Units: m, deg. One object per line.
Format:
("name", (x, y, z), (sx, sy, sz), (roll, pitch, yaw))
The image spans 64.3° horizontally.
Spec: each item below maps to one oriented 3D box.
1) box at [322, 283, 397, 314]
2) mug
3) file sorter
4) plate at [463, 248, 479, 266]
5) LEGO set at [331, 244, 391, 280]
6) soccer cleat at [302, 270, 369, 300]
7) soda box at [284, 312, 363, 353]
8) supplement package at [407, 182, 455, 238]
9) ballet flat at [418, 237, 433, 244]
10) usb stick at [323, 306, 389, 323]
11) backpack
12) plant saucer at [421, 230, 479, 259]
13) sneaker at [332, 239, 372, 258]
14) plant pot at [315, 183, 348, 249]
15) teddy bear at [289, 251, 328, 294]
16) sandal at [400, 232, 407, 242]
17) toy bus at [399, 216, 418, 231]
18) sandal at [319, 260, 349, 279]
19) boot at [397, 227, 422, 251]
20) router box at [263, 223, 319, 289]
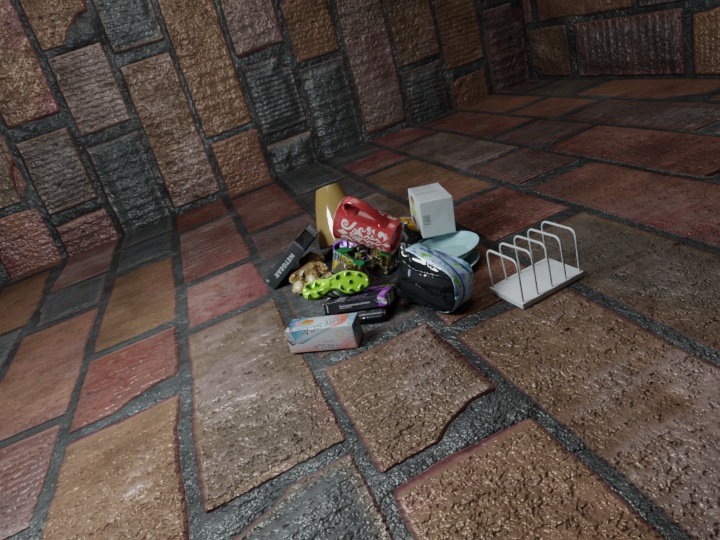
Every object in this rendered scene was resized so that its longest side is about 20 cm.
("box", (0.007, 0.078, 1.601), (0.194, 0.037, 0.143), (-11, 8, 19))
("mug", (0.020, -0.133, 1.751), (0.195, 0.138, 0.177), (22, 5, 18))
("file sorter", (0.431, -0.021, 1.434), (0.195, 0.128, 0.138), (-25, 23, -16))
("plate", (0.258, -0.019, 1.690), (0.193, 0.026, 0.201), (-15, 22, 6))
("LEGO set", (0.000, 0.000, 1.769), (0.151, 0.120, 0.198), (22, 28, 29))
("soccer cleat", (-0.067, 0.044, 1.608), (0.193, 0.070, 0.081), (-11, -8, 9))
("soda box", (-0.093, 0.162, 1.482), (0.193, 0.070, 0.064), (-8, 24, 20))
("supplement package", (0.223, -0.194, 1.819), (0.106, 0.118, 0.201), (-11, 21, -2))
("ballet flat", (0.203, -0.077, 1.810), (0.197, 0.069, 0.070), (-30, 18, -28))
("usb stick", (-0.017, 0.126, 1.559), (0.193, 0.034, 0.056), (-10, 15, 20))
("backpack", (0.195, 0.023, 1.481), (0.150, 0.169, 0.199), (-12, 24, -28))
("plant saucer", (0.257, -0.057, 1.694), (0.194, 0.040, 0.202), (-16, 22, 6))
("sneaker", (-0.021, -0.078, 1.903), (0.087, 0.084, 0.197), (9, -13, -41))
("plant pot", (-0.089, -0.201, 2.062), (0.181, 0.207, 0.186), (-18, 0, 0))
("teddy bear", (-0.168, 0.015, 1.893), (0.143, 0.067, 0.201), (-37, 24, 2))
("sandal", (0.083, -0.136, 1.867), (0.199, 0.084, 0.049), (23, 49, 41))
("toy bus", (0.202, -0.140, 1.953), (0.196, 0.067, 0.078), (6, 30, 46))
("sandal", (-0.084, 0.032, 1.706), (0.053, 0.083, 0.199), (-16, -6, -33))
("boot", (0.103, -0.084, 1.909), (0.166, 0.066, 0.199), (-48, 45, -7))
("router box", (-0.235, -0.048, 1.956), (0.200, 0.052, 0.158), (-48, 7, 30))
